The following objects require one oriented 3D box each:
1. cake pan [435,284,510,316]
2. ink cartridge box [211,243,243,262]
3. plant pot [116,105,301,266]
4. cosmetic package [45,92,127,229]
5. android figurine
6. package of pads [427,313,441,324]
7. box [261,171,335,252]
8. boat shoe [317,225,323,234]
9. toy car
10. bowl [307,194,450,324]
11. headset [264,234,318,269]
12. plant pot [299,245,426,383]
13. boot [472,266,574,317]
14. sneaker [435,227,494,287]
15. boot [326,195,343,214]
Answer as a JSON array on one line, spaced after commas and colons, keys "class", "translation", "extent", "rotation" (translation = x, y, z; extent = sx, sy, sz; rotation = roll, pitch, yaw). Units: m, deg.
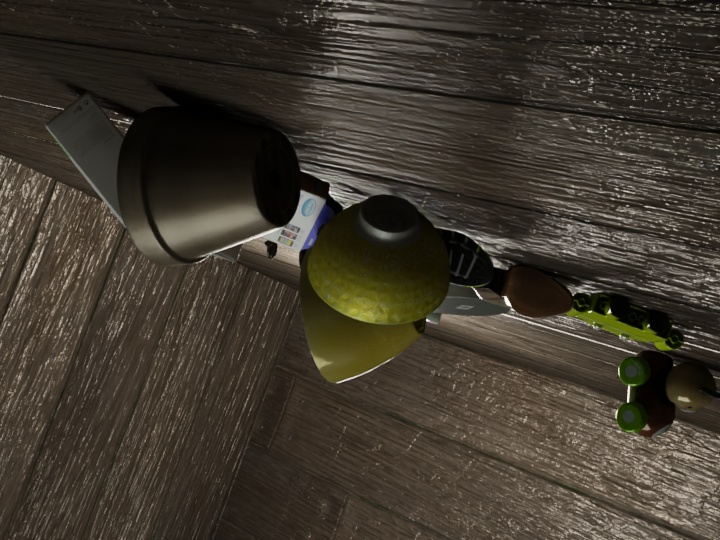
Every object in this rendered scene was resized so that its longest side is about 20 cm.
[{"class": "cake pan", "translation": [0.181, 0.047, 1.885], "extent": [0.197, 0.037, 0.200], "rotation": [4, 168, 1]}, {"class": "ink cartridge box", "translation": [-0.263, -0.111, 1.730], "extent": [0.199, 0.147, 0.084], "rotation": [16, 173, 44]}, {"class": "plant pot", "translation": [-0.175, -0.107, 1.326], "extent": [0.171, 0.203, 0.200], "rotation": [0, 166, 27]}, {"class": "cosmetic package", "translation": [-0.371, -0.156, 1.596], "extent": [0.201, 0.085, 0.108], "rotation": [52, 170, -4]}, {"class": "android figurine", "translation": [0.398, 0.076, 1.630], "extent": [0.180, 0.042, 0.200], "rotation": [21, 173, 0]}, {"class": "package of pads", "translation": [0.102, 0.062, 2.488], "extent": [0.153, 0.069, 0.200], "rotation": [24, 175, -19]}, {"class": "box", "translation": [-0.135, -0.103, 1.546], "extent": [0.198, 0.042, 0.120], "rotation": [21, 134, -12]}, {"class": "boat shoe", "translation": [-0.025, -0.063, 1.746], "extent": [0.199, 0.072, 0.066], "rotation": [16, 164, 33]}, {"class": "toy car", "translation": [0.588, 0.230, 1.941], "extent": [0.198, 0.160, 0.163], "rotation": [2, 177, 36]}, {"class": "bowl", "translation": [0.031, -0.035, 1.431], "extent": [0.198, 0.201, 0.109], "rotation": [20, 133, 10]}, {"class": "headset", "translation": [-0.058, -0.018, 1.672], "extent": [0.199, 0.095, 0.123], "rotation": [33, 154, -29]}, {"class": "plant pot", "translation": [0.014, 0.051, 1.534], "extent": [0.140, 0.203, 0.200], "rotation": [-10, 165, 17]}, {"class": "boot", "translation": [0.264, 0.036, 1.657], "extent": [0.198, 0.071, 0.146], "rotation": [19, -179, 35]}, {"class": "sneaker", "translation": [0.114, -0.029, 1.567], "extent": [0.199, 0.075, 0.081], "rotation": [27, -175, 29]}, {"class": "boot", "translation": [-0.111, -0.114, 1.637], "extent": [0.130, 0.071, 0.199], "rotation": [10, 177, 28]}]
